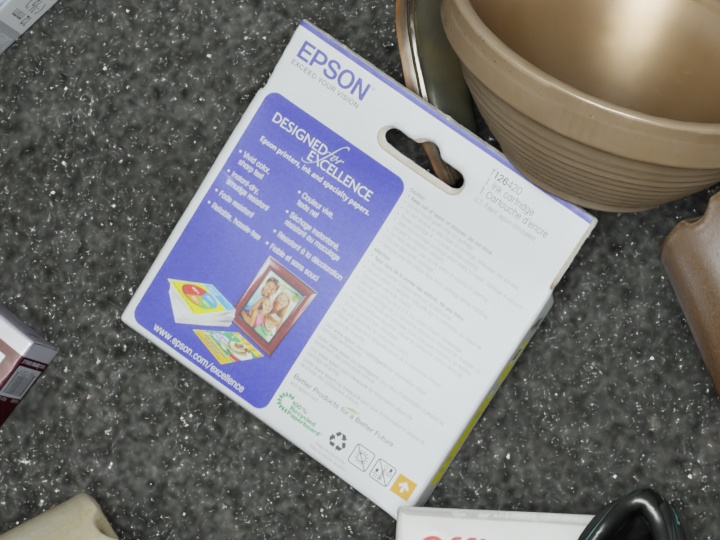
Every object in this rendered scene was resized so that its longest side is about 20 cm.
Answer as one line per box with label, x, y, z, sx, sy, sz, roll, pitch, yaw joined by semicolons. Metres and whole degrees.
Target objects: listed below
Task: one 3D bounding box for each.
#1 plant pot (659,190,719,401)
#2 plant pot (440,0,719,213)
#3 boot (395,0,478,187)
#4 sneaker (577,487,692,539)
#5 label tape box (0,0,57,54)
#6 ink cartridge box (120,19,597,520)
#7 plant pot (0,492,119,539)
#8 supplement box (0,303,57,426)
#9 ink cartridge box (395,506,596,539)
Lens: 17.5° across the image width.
plant pot;0.261;0.042;1.192;0.199;0.200;0.199;-27;75;3
plant pot;0.131;-0.095;1.217;0.200;0.201;0.093;22;125;8
boot;0.068;-0.149;1.285;0.096;0.075;0.201;-9;82;9
sneaker;0.103;0.195;1.146;0.075;0.079;0.201;21;75;11
label tape box;-0.249;-0.189;1.332;0.200;0.066;0.143;-43;81;4
ink cartridge box;0.000;0.000;1.275;0.197;0.047;0.201;35;101;10
plant pot;-0.183;0.222;1.234;0.183;0.201;0.201;-33;82;-9
supplement box;-0.275;0.090;1.309;0.109;0.061;0.200;38;89;9
ink cartridge box;0.085;0.230;1.221;0.145;0.085;0.201;2;69;6
